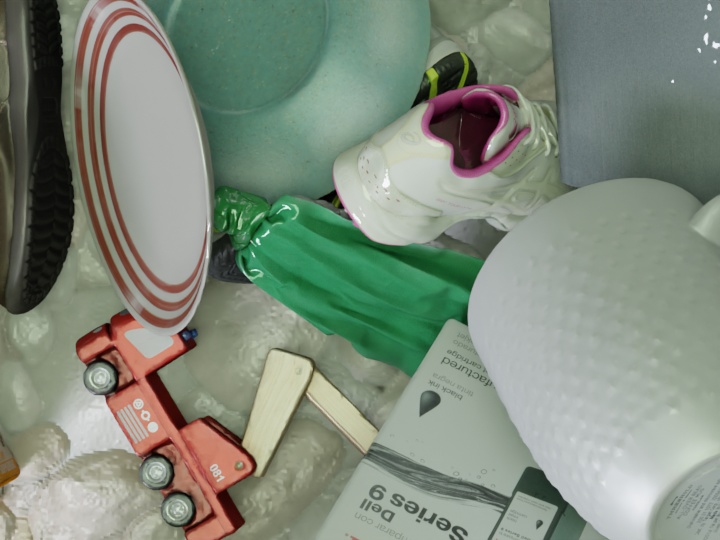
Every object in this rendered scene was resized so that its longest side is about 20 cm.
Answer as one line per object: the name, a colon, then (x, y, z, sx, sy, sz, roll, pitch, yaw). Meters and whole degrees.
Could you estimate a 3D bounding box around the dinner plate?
dinner plate: (-0.120, -0.063, 1.389, 0.024, 0.200, 0.201, -12, 90, -24)

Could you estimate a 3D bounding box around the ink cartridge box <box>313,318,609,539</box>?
ink cartridge box: (0.063, 0.145, 1.340, 0.146, 0.200, 0.084, 27, 137, 6)

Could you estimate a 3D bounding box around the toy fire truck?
toy fire truck: (-0.063, 0.093, 1.450, 0.141, 0.049, 0.200, -31, 88, 4)

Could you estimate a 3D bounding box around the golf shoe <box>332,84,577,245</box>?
golf shoe: (0.080, -0.067, 1.372, 0.092, 0.200, 0.075, -45, 69, 45)

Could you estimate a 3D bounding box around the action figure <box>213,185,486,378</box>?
action figure: (0.000, 0.000, 1.397, 0.200, 0.055, 0.118, 25, 127, -25)

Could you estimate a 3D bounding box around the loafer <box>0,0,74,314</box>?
loafer: (-0.215, -0.074, 1.453, 0.071, 0.073, 0.201, -2, 86, 14)

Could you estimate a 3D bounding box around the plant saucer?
plant saucer: (-0.059, -0.134, 1.411, 0.200, 0.039, 0.202, -6, 74, 22)

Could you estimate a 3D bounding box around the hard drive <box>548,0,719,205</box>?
hard drive: (0.166, -0.128, 1.300, 0.139, 0.033, 0.201, 15, 125, 33)

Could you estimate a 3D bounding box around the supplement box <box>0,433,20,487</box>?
supplement box: (-0.285, 0.054, 1.426, 0.073, 0.126, 0.200, -29, 90, 5)

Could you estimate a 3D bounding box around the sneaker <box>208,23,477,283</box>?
sneaker: (-0.022, -0.071, 1.443, 0.200, 0.075, 0.076, -42, 60, 5)

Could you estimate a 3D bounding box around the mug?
mug: (0.168, 0.044, 1.255, 0.147, 0.176, 0.200, 23, 118, -37)
